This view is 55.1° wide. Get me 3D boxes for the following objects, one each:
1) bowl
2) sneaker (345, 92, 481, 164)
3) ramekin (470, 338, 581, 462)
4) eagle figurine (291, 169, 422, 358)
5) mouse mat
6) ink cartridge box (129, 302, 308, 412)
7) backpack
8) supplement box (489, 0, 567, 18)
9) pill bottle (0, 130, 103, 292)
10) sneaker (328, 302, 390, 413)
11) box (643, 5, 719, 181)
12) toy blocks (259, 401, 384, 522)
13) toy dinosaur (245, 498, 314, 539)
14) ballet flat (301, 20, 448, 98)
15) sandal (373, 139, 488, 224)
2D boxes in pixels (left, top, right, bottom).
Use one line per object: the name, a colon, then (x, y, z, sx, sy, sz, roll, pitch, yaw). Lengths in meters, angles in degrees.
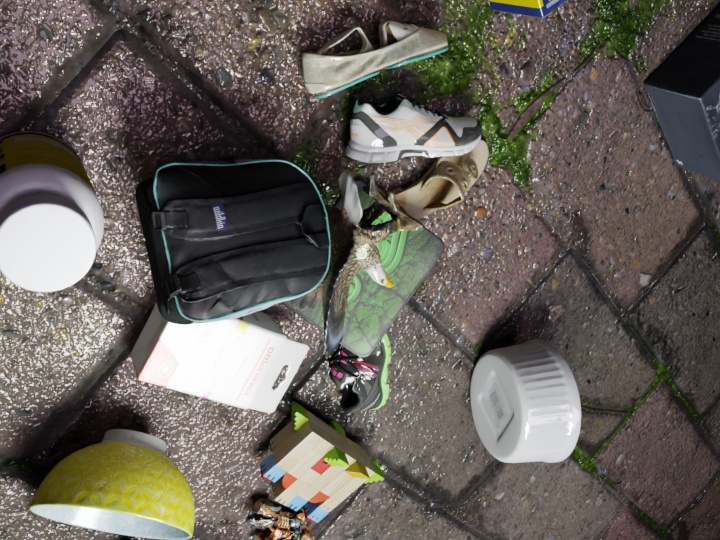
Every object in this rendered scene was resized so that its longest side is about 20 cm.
bowl: (-0.297, 0.265, 0.871, 0.200, 0.199, 0.109, 33, 52, -37)
sneaker: (0.076, -0.189, 0.897, 0.198, 0.074, 0.081, -11, 116, -25)
ramekin: (0.261, 0.217, 1.131, 0.097, 0.201, 0.202, -3, 115, -20)
eagle figurine: (-0.019, -0.012, 0.854, 0.200, 0.152, 0.151, -43, 85, 3)
mouse mat: (0.000, 0.000, 0.941, 0.160, 0.008, 0.201, 35, 93, -8)
ink cartridge box: (-0.179, 0.104, 0.899, 0.199, 0.067, 0.117, 25, 100, -34)
backpack: (-0.140, -0.037, 0.781, 0.198, 0.153, 0.177, -13, 91, -25)
supplement box: (0.202, -0.427, 0.829, 0.108, 0.109, 0.201, -35, 125, -10)
pill bottle: (-0.309, -0.058, 0.662, 0.110, 0.200, 0.112, -13, 119, -24)
sneaker: (-0.005, 0.132, 1.007, 0.083, 0.077, 0.202, -20, 121, -25)
box: (0.595, -0.288, 1.118, 0.200, 0.117, 0.197, -45, 127, -1)
toy blocks: (-0.079, 0.303, 1.049, 0.137, 0.100, 0.200, -42, 125, 8)
toy dinosaur: (-0.116, 0.442, 1.092, 0.200, 0.102, 0.136, 44, 71, -16)
ballet flat: (0.021, -0.269, 0.833, 0.199, 0.067, 0.063, -25, 114, -17)
sandal: (0.114, -0.107, 0.960, 0.211, 0.070, 0.078, -31, 125, -13)
